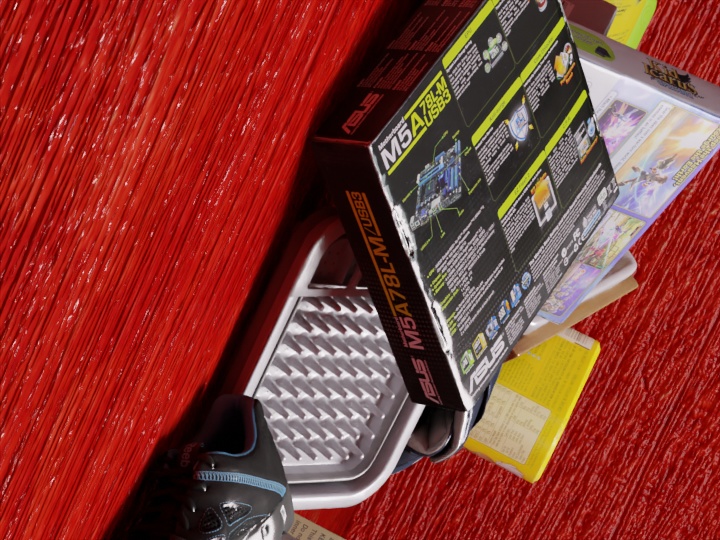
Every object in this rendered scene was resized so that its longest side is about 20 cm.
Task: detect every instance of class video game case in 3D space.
[{"bbox_3d":[0.118,-0.066,1.507,0.200,0.180,0.046,-50,-142,29],"label":"video game case"}]

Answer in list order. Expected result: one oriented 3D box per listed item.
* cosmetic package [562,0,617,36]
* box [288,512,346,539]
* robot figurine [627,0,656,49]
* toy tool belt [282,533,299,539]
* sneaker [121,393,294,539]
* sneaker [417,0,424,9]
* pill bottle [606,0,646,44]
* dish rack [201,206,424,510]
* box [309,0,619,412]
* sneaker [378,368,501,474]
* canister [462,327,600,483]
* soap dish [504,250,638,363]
[{"bbox_3d":[0.088,-0.107,1.578,0.090,0.106,0.201,-60,176,-48],"label":"cosmetic package"},{"bbox_3d":[-0.043,0.257,1.554,0.097,0.199,0.176,-59,173,-35],"label":"box"},{"bbox_3d":[0.168,-0.193,1.887,0.201,0.115,0.175,-62,-173,-8],"label":"robot figurine"},{"bbox_3d":[-0.073,0.259,1.365,0.200,0.123,0.125,-47,-164,-6],"label":"toy tool belt"},{"bbox_3d":[-0.101,0.138,1.214,0.200,0.073,0.083,-50,138,-56],"label":"sneaker"},{"bbox_3d":[0.048,-0.125,1.364,0.081,0.073,0.201,50,61,-73],"label":"sneaker"},{"bbox_3d":[0.144,-0.184,1.714,0.113,0.112,0.201,-57,173,-50],"label":"pill bottle"},{"bbox_3d":[-0.015,0.047,1.348,0.171,0.043,0.201,3,117,-50],"label":"dish rack"},{"bbox_3d":[0.065,-0.057,1.294,0.200,0.047,0.194,-53,133,-35],"label":"box"},{"bbox_3d":[0.030,0.091,1.504,0.203,0.077,0.146,-54,180,36],"label":"sneaker"},{"bbox_3d":[0.081,0.071,1.864,0.149,0.199,0.087,-58,172,-46],"label":"canister"},{"bbox_3d":[0.113,-0.010,1.807,0.200,0.158,0.081,-25,161,-52],"label":"soap dish"}]
